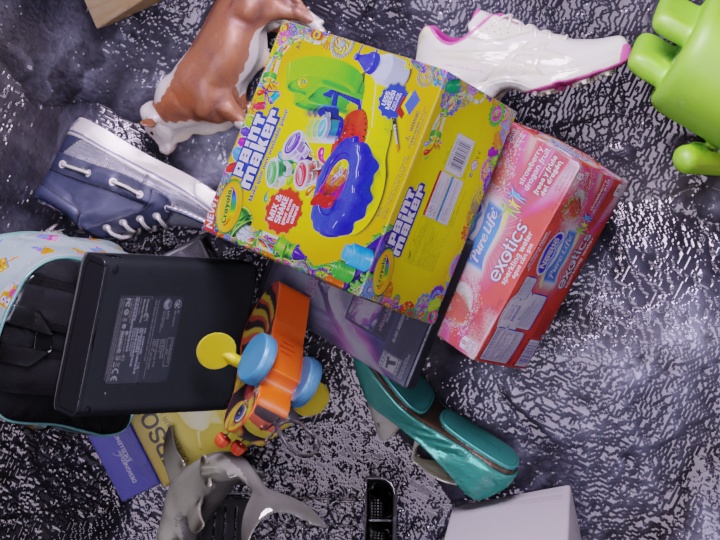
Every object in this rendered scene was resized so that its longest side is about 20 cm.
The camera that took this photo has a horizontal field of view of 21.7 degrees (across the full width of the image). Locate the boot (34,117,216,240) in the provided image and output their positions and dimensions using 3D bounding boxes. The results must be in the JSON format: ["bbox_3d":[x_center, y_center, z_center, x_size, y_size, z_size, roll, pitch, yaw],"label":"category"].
[{"bbox_3d":[-0.201,-0.056,1.740,0.199,0.073,0.091,29,83,11],"label":"boot"}]

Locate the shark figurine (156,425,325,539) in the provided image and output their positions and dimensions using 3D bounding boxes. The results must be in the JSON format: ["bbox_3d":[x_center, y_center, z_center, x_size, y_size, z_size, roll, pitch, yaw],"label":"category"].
[{"bbox_3d":[-0.113,0.197,1.720,0.089,0.214,0.129,4,74,-34],"label":"shark figurine"}]

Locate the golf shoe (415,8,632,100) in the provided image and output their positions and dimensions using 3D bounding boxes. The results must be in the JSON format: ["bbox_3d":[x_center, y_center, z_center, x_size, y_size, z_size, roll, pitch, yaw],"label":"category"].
[{"bbox_3d":[0.143,-0.197,1.687,0.198,0.075,0.092,-11,93,7],"label":"golf shoe"}]

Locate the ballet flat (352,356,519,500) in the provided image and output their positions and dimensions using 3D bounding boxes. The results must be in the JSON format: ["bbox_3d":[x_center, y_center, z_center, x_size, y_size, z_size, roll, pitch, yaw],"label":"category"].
[{"bbox_3d":[0.055,0.146,1.750,0.200,0.067,0.071,39,115,2],"label":"ballet flat"}]

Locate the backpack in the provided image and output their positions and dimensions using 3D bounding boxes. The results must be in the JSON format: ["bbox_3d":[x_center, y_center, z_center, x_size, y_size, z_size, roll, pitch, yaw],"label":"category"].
[{"bbox_3d":[-0.286,0.049,1.668,0.153,0.200,0.177,26,100,28],"label":"backpack"}]

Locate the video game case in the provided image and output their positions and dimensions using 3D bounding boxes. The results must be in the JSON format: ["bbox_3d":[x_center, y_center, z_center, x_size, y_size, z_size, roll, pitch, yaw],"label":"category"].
[{"bbox_3d":[0.000,0.000,1.705,0.199,0.019,0.144,29,102,35],"label":"video game case"}]

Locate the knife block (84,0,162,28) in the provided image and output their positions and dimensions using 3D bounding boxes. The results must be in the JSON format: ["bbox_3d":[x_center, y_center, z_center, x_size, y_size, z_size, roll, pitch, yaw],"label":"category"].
[{"bbox_3d":[-0.176,-0.282,1.659,0.199,0.176,0.064,-23,94,10],"label":"knife block"}]

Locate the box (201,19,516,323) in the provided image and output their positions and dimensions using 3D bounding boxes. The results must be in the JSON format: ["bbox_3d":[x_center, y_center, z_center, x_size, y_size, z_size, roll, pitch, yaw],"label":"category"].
[{"bbox_3d":[-0.002,-0.086,1.632,0.192,0.122,0.201,21,90,37],"label":"box"}]

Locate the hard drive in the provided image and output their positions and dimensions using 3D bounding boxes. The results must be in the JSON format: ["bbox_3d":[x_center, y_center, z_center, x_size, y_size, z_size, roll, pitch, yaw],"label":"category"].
[{"bbox_3d":[-0.177,0.057,1.662,0.033,0.199,0.141,18,99,37],"label":"hard drive"}]

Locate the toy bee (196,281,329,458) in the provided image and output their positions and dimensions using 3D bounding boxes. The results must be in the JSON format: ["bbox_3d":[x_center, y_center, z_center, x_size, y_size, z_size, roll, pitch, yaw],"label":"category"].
[{"bbox_3d":[-0.095,0.106,1.666,0.131,0.200,0.109,41,122,-8],"label":"toy bee"}]

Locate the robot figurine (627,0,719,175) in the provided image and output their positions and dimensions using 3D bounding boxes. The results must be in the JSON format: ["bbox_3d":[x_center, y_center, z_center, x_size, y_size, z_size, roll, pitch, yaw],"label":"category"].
[{"bbox_3d":[0.336,-0.163,1.644,0.199,0.116,0.176,31,117,0],"label":"robot figurine"}]

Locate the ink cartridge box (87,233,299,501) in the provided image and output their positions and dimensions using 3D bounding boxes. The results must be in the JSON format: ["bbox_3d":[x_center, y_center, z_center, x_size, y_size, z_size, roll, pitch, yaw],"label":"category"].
[{"bbox_3d":[-0.190,0.098,1.782,0.199,0.047,0.199,-27,94,8],"label":"ink cartridge box"}]

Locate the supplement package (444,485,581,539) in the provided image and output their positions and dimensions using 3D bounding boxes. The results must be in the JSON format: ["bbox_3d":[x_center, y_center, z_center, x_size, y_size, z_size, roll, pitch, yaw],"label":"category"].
[{"bbox_3d":[0.142,0.284,1.688,0.119,0.200,0.122,-11,96,8],"label":"supplement package"}]

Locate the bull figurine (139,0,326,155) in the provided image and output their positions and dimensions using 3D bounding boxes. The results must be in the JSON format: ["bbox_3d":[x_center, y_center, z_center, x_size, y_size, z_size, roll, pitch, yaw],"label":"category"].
[{"bbox_3d":[-0.118,-0.181,1.723,0.121,0.065,0.201,29,102,0],"label":"bull figurine"}]

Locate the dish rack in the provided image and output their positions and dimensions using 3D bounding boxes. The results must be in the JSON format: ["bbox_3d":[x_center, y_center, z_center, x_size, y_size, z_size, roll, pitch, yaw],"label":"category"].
[{"bbox_3d":[-0.063,0.274,1.758,0.198,0.055,0.155,-1,69,8],"label":"dish rack"}]

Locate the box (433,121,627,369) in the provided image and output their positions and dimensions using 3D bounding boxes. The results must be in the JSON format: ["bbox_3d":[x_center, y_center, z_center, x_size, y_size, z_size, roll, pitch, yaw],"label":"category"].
[{"bbox_3d":[0.139,-0.022,1.682,0.095,0.099,0.201,35,103,32],"label":"box"}]
